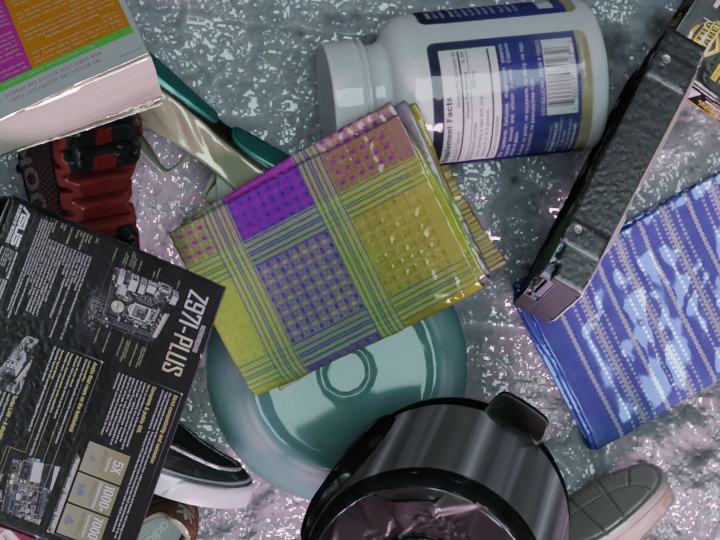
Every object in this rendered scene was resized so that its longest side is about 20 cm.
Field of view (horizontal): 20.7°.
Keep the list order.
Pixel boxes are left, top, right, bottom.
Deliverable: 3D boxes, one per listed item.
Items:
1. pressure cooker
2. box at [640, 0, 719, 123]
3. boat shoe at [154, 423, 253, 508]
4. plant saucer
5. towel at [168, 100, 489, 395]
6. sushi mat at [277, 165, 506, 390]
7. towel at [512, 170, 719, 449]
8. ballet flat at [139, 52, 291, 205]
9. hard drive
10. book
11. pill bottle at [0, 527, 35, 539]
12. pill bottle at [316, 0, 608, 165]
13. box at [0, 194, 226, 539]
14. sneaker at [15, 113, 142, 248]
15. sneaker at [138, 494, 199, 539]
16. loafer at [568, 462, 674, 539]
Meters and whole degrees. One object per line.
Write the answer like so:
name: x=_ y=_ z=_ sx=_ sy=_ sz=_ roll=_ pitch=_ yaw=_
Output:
pressure cooker: x=0.058 y=0.188 z=1.382 sx=0.174 sy=0.200 sz=0.180 roll=-12 pitch=105 yaw=17
box: x=0.334 y=-0.196 z=1.506 sx=0.159 sy=0.049 sz=0.201 roll=33 pitch=86 yaw=-7
boat shoe: x=-0.162 y=0.109 z=1.417 sx=0.198 sy=0.074 sz=0.069 roll=24 pitch=99 yaw=-3
plant saucer: x=-0.014 y=0.074 z=1.461 sx=0.198 sy=0.036 sz=0.203 roll=0 pitch=91 yaw=-9
towel: x=-0.020 y=-0.014 z=1.381 sx=0.199 sy=0.023 sz=0.145 roll=-28 pitch=89 yaw=12
sushi mat: x=0.000 y=0.000 z=1.437 sx=0.199 sy=0.012 sz=0.096 roll=-29 pitch=86 yaw=-13
towel: x=0.227 y=0.030 z=1.507 sx=0.199 sy=0.024 sz=0.146 roll=-29 pitch=97 yaw=-8
ballet flat: x=-0.110 y=-0.086 z=1.430 sx=0.199 sy=0.069 sz=0.070 roll=37 pitch=86 yaw=-6
hard drive: x=0.179 y=-0.064 z=1.424 sx=0.038 sy=0.140 sz=0.201 roll=29 pitch=78 yaw=1
book: x=-0.229 y=-0.173 z=1.352 sx=0.132 sy=0.048 sz=0.201 roll=-21 pitch=52 yaw=-7
pill bottle: x=-0.296 y=0.142 z=1.377 sx=0.109 sy=0.110 sz=0.200 roll=-43 pitch=98 yaw=-6
pill bottle: x=0.071 y=-0.133 z=1.431 sx=0.198 sy=0.111 sz=0.112 roll=-6 pitch=93 yaw=-9
box: x=-0.204 y=0.074 z=1.310 sx=0.163 sy=0.086 sz=0.202 roll=23 pitch=79 yaw=-21
sneaker: x=-0.202 y=-0.048 z=1.408 sx=0.070 sy=0.098 sz=0.202 roll=-11 pitch=119 yaw=-32
sneaker: x=-0.192 y=0.236 z=1.414 sx=0.070 sy=0.076 sz=0.201 roll=40 pitch=85 yaw=-9
loafer: x=0.156 y=0.224 z=1.485 sx=0.199 sy=0.072 sz=0.063 roll=-36 pitch=116 yaw=-1
